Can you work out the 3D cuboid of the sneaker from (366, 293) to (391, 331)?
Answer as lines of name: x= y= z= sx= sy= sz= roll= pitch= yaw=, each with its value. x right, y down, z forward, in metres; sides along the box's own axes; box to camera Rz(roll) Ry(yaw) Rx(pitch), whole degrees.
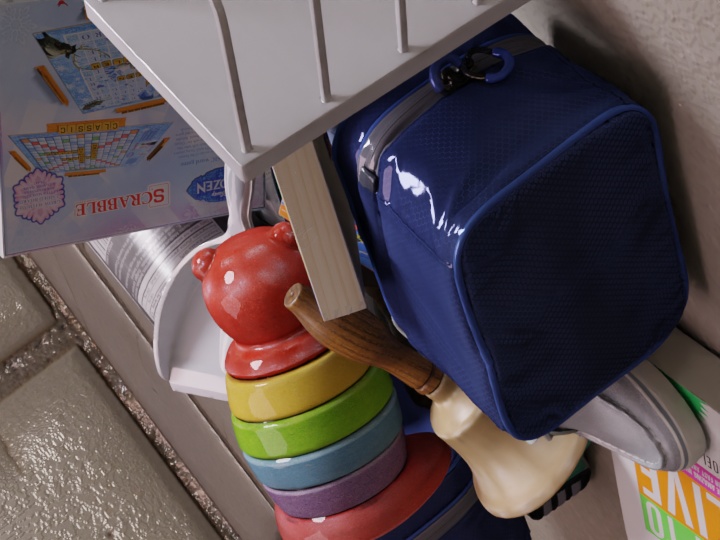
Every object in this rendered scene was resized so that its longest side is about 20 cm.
sneaker: x=0.002 y=-0.030 z=1.412 sx=0.080 sy=0.070 sz=0.201 roll=4 pitch=119 yaw=56

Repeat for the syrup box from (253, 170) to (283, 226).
syrup box: x=-0.019 y=-0.018 z=1.506 sx=0.081 sy=0.079 sz=0.201 roll=33 pitch=154 yaw=55

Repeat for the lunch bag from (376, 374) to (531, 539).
lunch bag: x=0.017 y=0.145 z=1.440 sx=0.133 sy=0.136 sz=0.200 roll=58 pitch=175 yaw=-36

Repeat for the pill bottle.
pill bottle: x=-0.115 y=-0.002 z=1.467 sx=0.200 sy=0.110 sz=0.111 roll=49 pitch=165 yaw=23

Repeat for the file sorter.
file sorter: x=-0.019 y=-0.170 z=0.939 sx=0.139 sy=0.199 sz=0.125 roll=46 pitch=159 yaw=29

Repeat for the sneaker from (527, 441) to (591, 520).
sneaker: x=0.112 y=0.105 z=1.383 sx=0.088 sy=0.074 sz=0.200 roll=54 pitch=167 yaw=22

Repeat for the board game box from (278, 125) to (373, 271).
board game box: x=0.045 y=-0.024 z=1.213 sx=0.199 sy=0.019 sz=0.103 roll=31 pitch=136 yaw=13

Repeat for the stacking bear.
stacking bear: x=-0.037 y=0.065 z=1.262 sx=0.114 sy=0.121 sz=0.201 roll=-66 pitch=-44 yaw=-64

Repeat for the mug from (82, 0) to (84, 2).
mug: x=-0.096 y=-0.241 z=1.158 sx=0.152 sy=0.184 sz=0.115 roll=2 pitch=-114 yaw=-84

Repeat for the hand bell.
hand bell: x=0.036 y=0.060 z=1.219 sx=0.199 sy=0.105 sz=0.104 roll=33 pitch=176 yaw=-27

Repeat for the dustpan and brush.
dustpan and brush: x=-0.077 y=0.002 z=1.349 sx=0.139 sy=0.057 sz=0.202 roll=9 pitch=104 yaw=20

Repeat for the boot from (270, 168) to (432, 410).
boot: x=0.000 y=0.000 z=1.315 sx=0.075 sy=0.096 sz=0.202 roll=171 pitch=89 yaw=-81

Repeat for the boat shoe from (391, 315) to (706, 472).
boat shoe: x=0.102 y=0.064 z=1.150 sx=0.200 sy=0.071 sz=0.070 roll=35 pitch=151 yaw=25

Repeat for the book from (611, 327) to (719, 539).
book: x=0.205 y=0.120 z=1.186 sx=0.133 sy=0.048 sz=0.201 roll=39 pitch=155 yaw=44

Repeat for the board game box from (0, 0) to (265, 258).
board game box: x=-0.159 y=-0.123 z=1.350 sx=0.041 sy=0.199 sz=0.201 roll=36 pitch=130 yaw=53

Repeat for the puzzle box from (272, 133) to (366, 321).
puzzle box: x=-0.031 y=-0.064 z=1.099 sx=0.200 sy=0.025 sz=0.134 roll=-98 pitch=-10 yaw=-74

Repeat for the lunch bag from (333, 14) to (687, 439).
lunch bag: x=0.071 y=-0.032 z=1.044 sx=0.132 sy=0.135 sz=0.201 roll=40 pitch=157 yaw=43
